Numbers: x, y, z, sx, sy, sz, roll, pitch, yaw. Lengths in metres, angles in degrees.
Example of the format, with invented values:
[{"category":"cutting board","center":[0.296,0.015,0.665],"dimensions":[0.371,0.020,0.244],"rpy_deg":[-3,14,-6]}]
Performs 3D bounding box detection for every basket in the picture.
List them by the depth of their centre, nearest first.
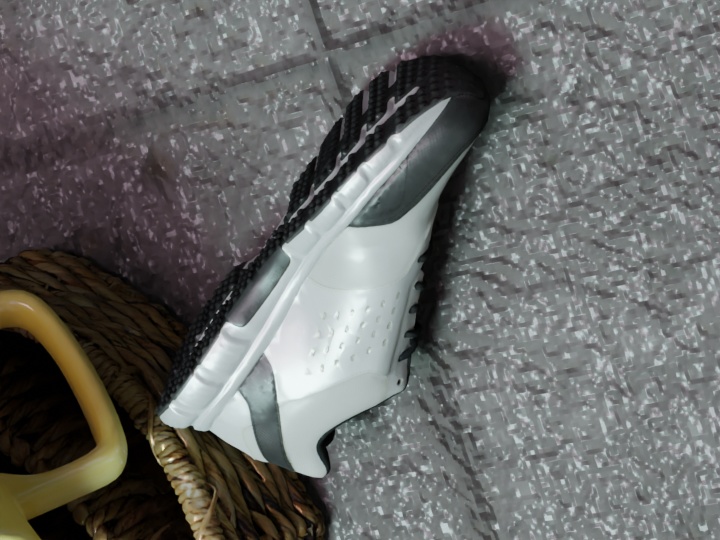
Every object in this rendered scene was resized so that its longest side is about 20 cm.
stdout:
[{"category":"basket","center":[-0.134,0.098,1.209],"dimensions":[0.200,0.149,0.143],"rpy_deg":[44,127,18]}]

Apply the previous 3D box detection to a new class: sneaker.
[{"category":"sneaker","center":[0.000,0.000,1.135],"dimensions":[0.080,0.074,0.200],"rpy_deg":[31,123,-10]}]

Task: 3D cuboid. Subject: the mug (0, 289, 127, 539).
[{"category":"mug","center":[-0.208,0.086,1.148],"dimensions":[0.154,0.186,0.150],"rpy_deg":[57,131,25]}]
